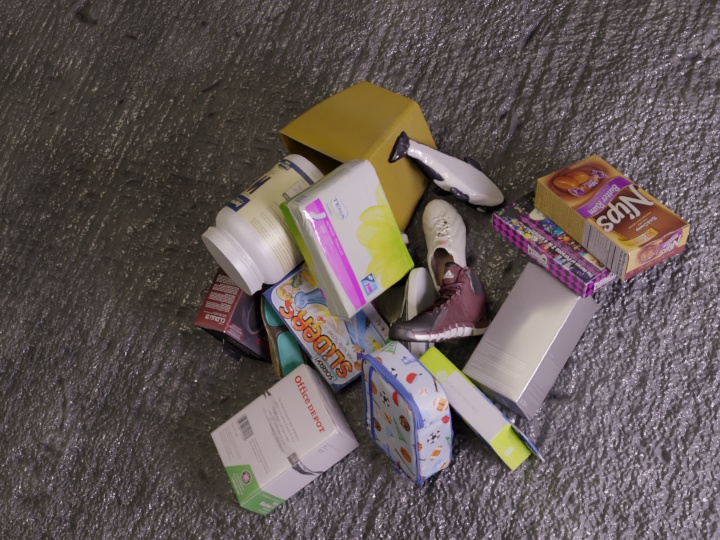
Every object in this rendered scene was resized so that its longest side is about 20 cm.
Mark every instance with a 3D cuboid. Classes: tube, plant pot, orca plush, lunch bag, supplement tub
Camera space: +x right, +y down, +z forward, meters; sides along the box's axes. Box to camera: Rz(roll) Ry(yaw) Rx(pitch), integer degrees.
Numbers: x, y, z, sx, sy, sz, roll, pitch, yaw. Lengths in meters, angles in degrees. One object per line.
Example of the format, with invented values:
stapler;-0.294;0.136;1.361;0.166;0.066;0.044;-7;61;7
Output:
tube;-0.011;0.065;1.677;0.199;0.052;0.058;-5;101;22
plant pot;0.016;-0.201;1.715;0.199;0.200;0.177;29;70;37
orca plush;0.133;-0.141;1.641;0.071;0.199;0.106;-54;26;42
lunch bag;0.061;0.209;1.472;0.075;0.201;0.160;-27;49;-25
supplement tub;-0.137;-0.071;1.594;0.200;0.145;0.145;-41;51;-14

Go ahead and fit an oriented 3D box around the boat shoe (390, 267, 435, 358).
boat shoe;0.077;0.096;1.567;0.063;0.071;0.202;-2;83;31

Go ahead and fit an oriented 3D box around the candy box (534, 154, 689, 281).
candy box;0.358;-0.081;1.451;0.116;0.057;0.200;-24;48;-22

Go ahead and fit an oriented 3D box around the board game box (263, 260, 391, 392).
board game box;-0.044;0.076;1.619;0.135;0.034;0.200;-36;94;9

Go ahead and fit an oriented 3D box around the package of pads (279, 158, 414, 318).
package of pads;-0.014;-0.052;1.535;0.154;0.201;0.068;-36;24;-28

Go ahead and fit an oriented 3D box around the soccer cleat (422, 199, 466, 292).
soccer cleat;0.136;-0.039;1.622;0.069;0.078;0.201;-21;57;19

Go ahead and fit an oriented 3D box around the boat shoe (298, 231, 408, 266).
boat shoe;-0.021;-0.063;1.677;0.199;0.075;0.093;-14;83;20

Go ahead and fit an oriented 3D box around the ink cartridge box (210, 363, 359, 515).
ink cartridge box;-0.121;0.269;1.607;0.200;0.084;0.146;-37;54;8

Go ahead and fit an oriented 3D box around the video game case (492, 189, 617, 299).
video game case;0.328;-0.061;1.499;0.181;0.036;0.200;-28;49;-24

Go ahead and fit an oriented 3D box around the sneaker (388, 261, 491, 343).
sneaker;0.116;0.046;1.505;0.075;0.199;0.116;-1;91;46

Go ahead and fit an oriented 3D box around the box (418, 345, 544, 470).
box;0.170;0.204;1.449;0.048;0.122;0.200;-44;52;-2

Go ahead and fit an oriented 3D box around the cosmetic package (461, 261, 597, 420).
cosmetic package;0.250;0.101;1.482;0.107;0.090;0.200;29;79;36

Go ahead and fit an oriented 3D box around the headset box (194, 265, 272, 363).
headset box;-0.186;0.055;1.715;0.075;0.149;0.201;11;71;35

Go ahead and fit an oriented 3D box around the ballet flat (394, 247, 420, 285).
ballet flat;0.000;0.000;1.660;0.199;0.067;0.057;-5;73;5

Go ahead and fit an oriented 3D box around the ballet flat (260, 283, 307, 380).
ballet flat;-0.130;0.093;1.675;0.070;0.071;0.201;-8;92;26
